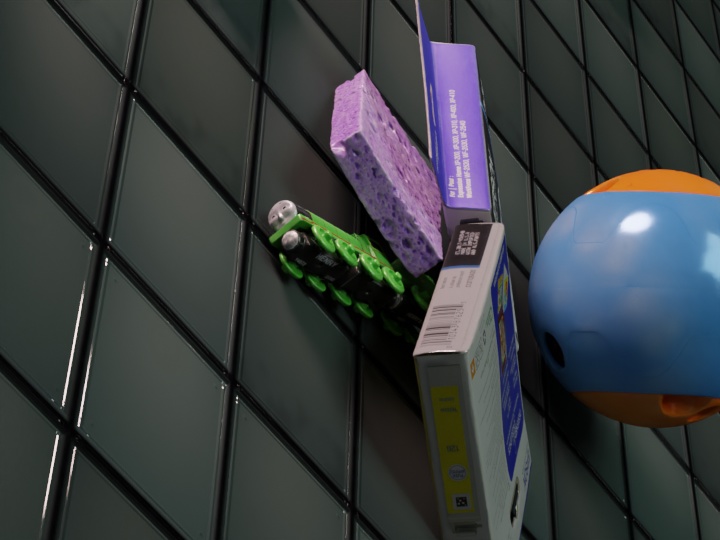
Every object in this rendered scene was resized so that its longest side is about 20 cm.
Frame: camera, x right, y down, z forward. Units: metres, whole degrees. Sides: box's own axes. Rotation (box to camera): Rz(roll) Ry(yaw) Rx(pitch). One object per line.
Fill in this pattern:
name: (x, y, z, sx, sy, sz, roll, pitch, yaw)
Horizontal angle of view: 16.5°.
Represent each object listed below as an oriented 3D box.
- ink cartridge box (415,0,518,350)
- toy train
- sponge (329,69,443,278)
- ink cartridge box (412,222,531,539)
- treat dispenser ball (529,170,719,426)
ink cartridge box: (0.079, -0.073, 1.858, 0.199, 0.043, 0.201, -93, 172, -48)
toy train: (0.000, 0.000, 1.697, 0.200, 0.042, 0.057, 31, 26, -52)
sponge: (0.020, -0.073, 1.791, 0.112, 0.030, 0.200, 56, 10, -14)
ink cartridge box: (0.080, 0.098, 1.707, 0.198, 0.047, 0.201, -71, 157, -63)
treat dispenser ball: (0.233, 0.023, 1.950, 0.201, 0.200, 0.201, 48, 25, -30)
